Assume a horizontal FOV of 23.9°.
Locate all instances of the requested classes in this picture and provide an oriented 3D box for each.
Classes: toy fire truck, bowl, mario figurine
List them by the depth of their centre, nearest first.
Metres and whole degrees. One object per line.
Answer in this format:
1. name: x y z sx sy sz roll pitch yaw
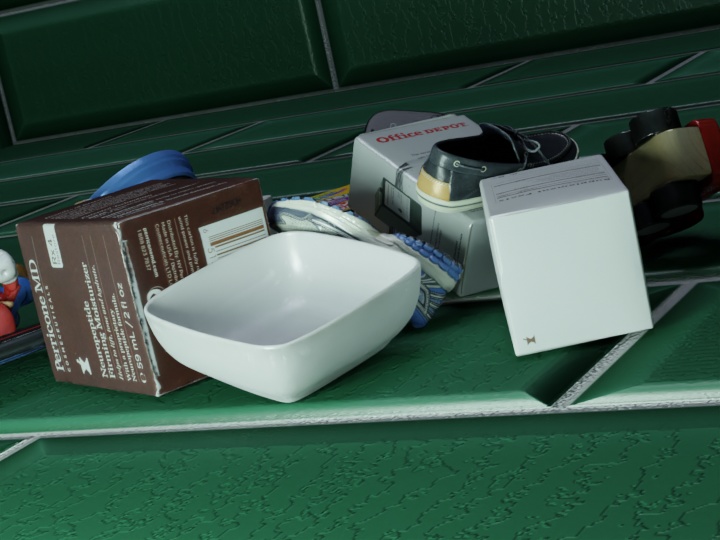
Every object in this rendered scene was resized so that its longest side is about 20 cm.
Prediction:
1. bowl: -0.062 0.042 1.477 0.199 0.075 0.199 14 34 43
2. toy fire truck: 0.326 -0.106 1.648 0.199 0.130 0.176 -8 -16 -23
3. mario figurine: -0.422 0.034 1.887 0.105 0.125 0.200 0 8 0
4. bowl: -0.283 -0.064 2.123 0.200 0.039 0.201 -40 -16 -14

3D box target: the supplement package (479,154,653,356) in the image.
1. supplement package: 0.174 -0.017 1.469 0.119 0.122 0.200 -11 12 4

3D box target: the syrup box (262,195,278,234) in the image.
1. syrup box: -0.194 -0.027 1.887 0.198 0.079 0.081 -7 10 16

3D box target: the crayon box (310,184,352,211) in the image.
1. crayon box: -0.040 -0.054 2.039 0.199 0.059 0.172 -19 13 -29

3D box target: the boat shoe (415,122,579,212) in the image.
1. boat shoe: 0.136 -0.107 1.612 0.199 0.063 0.074 -16 36 -37

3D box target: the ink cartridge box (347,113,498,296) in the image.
1. ink cartridge box: 0.101 -0.069 1.685 0.145 0.085 0.200 -13 35 -31

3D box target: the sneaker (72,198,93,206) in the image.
1. sneaker: -0.235 -0.049 2.002 0.198 0.071 0.108 13 19 16

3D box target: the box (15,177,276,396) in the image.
1. box: -0.195 0.011 1.617 0.164 0.167 0.199 -21 14 -36

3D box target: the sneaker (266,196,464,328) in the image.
1. sneaker: -0.009 -0.007 1.584 0.199 0.086 0.077 22 -4 22

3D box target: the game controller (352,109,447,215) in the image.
1. game controller: 0.047 -0.093 1.876 0.103 0.201 0.042 8 -32 0

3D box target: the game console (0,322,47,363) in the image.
1. game console: -0.363 0.085 1.723 0.199 0.031 0.176 -22 5 -37
